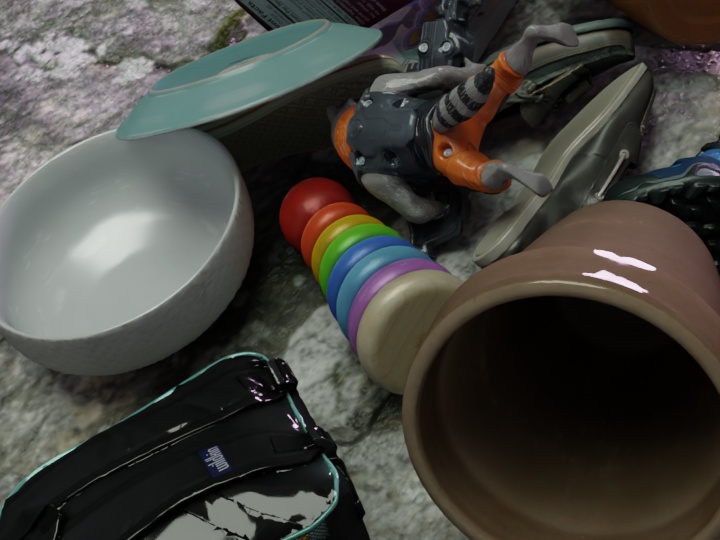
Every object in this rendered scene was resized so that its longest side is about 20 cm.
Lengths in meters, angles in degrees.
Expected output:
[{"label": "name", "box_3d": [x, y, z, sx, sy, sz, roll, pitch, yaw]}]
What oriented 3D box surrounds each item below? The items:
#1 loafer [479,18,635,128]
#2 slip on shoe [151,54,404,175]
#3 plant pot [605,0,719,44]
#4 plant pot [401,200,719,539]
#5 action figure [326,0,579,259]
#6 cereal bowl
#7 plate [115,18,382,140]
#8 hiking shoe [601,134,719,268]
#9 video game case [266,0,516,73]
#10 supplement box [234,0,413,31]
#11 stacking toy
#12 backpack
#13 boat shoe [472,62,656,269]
[{"label": "loafer", "box_3d": [0.101, -0.116, 1.520, 0.199, 0.072, 0.063, -17, 77, 14]}, {"label": "slip on shoe", "box_3d": [-0.063, -0.118, 1.581, 0.199, 0.074, 0.062, -19, 54, 15]}, {"label": "plant pot", "box_3d": [0.218, -0.249, 1.493, 0.199, 0.201, 0.140, -28, 50, -2]}, {"label": "plant pot", "box_3d": [0.140, 0.051, 1.260, 0.199, 0.202, 0.175, -4, 28, 22]}, {"label": "action figure", "box_3d": [0.051, -0.118, 1.437, 0.193, 0.104, 0.202, -11, 72, 46]}, {"label": "cereal bowl", "box_3d": [-0.160, -0.004, 1.509, 0.198, 0.084, 0.201, -14, 44, 14]}, {"label": "plate", "box_3d": [-0.081, -0.138, 1.515, 0.199, 0.026, 0.200, -19, 13, 5]}, {"label": "hiking shoe", "box_3d": [0.245, -0.057, 1.387, 0.198, 0.075, 0.087, -11, 36, 1]}, {"label": "video game case", "box_3d": [0.034, -0.211, 1.663, 0.181, 0.022, 0.201, 11, 54, 33]}, {"label": "supplement box", "box_3d": [0.008, -0.259, 1.577, 0.199, 0.103, 0.132, -26, 35, 41]}, {"label": "stacking toy", "box_3d": [0.000, 0.000, 1.442, 0.085, 0.086, 0.200, -33, 36, -8]}, {"label": "backpack", "box_3d": [-0.103, 0.165, 1.265, 0.199, 0.154, 0.176, -22, 40, -10]}, {"label": "boat shoe", "box_3d": [0.145, -0.054, 1.444, 0.200, 0.057, 0.067, -51, 12, -29]}]
